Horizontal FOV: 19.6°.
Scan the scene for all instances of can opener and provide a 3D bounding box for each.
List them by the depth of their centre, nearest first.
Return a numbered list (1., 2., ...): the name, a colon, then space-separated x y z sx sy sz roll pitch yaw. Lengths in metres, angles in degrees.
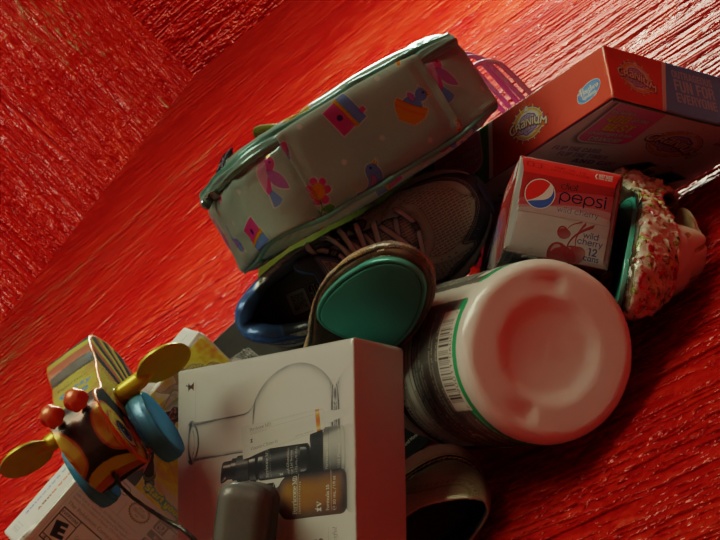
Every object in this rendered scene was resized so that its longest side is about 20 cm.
1. can opener: -0.059 0.225 1.216 0.053 0.067 0.201 30 -114 -80

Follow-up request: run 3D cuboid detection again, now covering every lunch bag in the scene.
1. lunch bag: -0.016 -0.078 1.408 0.200 0.077 0.160 -31 2 -14

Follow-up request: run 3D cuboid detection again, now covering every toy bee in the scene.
1. toy bee: -0.151 0.091 1.258 0.131 0.109 0.200 -48 40 -13

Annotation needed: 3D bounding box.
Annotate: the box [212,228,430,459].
1. box: -0.033 0.092 1.490 0.200 0.158 0.050 -42 -6 14

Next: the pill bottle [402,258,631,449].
1. pill bottle: 0.083 0.057 1.328 0.113 0.113 0.200 -50 10 -15

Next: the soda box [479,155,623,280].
1. soda box: 0.122 -0.019 1.369 0.200 0.070 0.064 101 180 -80

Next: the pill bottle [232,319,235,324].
1. pill bottle: -0.063 0.084 1.711 0.113 0.113 0.200 -35 18 39

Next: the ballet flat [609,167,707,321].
1. ballet flat: 0.190 -0.021 1.345 0.200 0.064 0.076 -83 2 -68

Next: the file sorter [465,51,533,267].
1. file sorter: 0.083 -0.107 1.791 0.139 0.125 0.200 -46 13 -2

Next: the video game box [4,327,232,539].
1. video game box: -0.103 0.170 1.387 0.182 0.200 0.047 -48 20 -9

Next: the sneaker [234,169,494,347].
1. sneaker: 0.000 0.000 1.393 0.200 0.077 0.085 -32 -6 22

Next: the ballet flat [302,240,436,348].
1. ballet flat: -0.001 0.028 1.321 0.200 0.068 0.067 -57 9 47

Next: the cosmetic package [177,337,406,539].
1. cosmetic package: -0.044 0.151 1.275 0.151 0.052 0.201 -14 71 41

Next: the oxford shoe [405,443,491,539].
1. oxford shoe: 0.000 0.190 1.303 0.200 0.071 0.074 -46 16 4

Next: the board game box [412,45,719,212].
1. board game box: 0.157 -0.079 1.450 0.200 0.153 0.040 -33 58 43

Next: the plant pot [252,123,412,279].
1. plant pot: -0.004 0.005 1.581 0.200 0.200 0.190 176 107 -71
